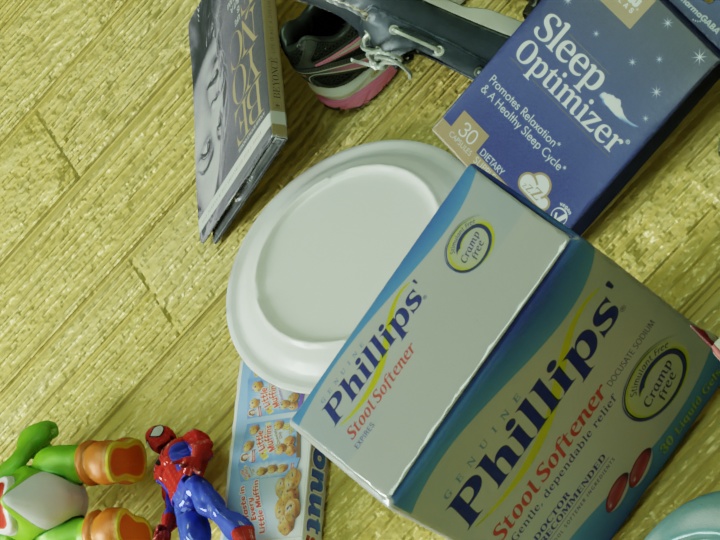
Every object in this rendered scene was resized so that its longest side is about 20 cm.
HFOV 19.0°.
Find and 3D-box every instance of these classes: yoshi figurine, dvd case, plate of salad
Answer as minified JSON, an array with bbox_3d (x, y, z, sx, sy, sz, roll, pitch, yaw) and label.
[{"bbox_3d":[-0.241,0.174,1.541,0.199,0.112,0.113,-9,31,22],"label":"yoshi figurine"},{"bbox_3d":[-0.093,-0.141,1.568,0.149,0.016,0.201,129,142,-51],"label":"dvd case"},{"bbox_3d":[0.000,0.000,1.458,0.199,0.048,0.201,-16,52,21],"label":"plate of salad"}]

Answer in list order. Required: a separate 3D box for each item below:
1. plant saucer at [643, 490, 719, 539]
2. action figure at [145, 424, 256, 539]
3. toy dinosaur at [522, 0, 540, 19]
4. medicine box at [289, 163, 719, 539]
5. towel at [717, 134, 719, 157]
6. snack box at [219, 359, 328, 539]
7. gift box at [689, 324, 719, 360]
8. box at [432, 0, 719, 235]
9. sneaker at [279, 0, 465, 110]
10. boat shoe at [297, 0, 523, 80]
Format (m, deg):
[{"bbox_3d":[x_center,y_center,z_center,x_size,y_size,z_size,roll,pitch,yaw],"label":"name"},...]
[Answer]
[{"bbox_3d":[0.198,0.219,1.162,0.200,0.027,0.201,-4,85,52],"label":"plant saucer"},{"bbox_3d":[-0.112,0.156,1.442,0.066,0.052,0.200,-68,25,16],"label":"action figure"},{"bbox_3d":[0.120,-0.234,1.467,0.102,0.077,0.200,-49,52,-4],"label":"toy dinosaur"},{"bbox_3d":[0.092,0.069,1.250,0.103,0.200,0.182,37,93,42],"label":"medicine box"},{"bbox_3d":[0.293,-0.135,1.268,0.148,0.036,0.200,-15,41,39],"label":"towel"},{"bbox_3d":[-0.058,0.151,1.444,0.072,0.024,0.201,-11,62,34],"label":"snack box"},{"bbox_3d":[0.296,0.059,1.107,0.187,0.200,0.185,-48,43,10],"label":"gift box"},{"bbox_3d":[0.150,-0.123,1.373,0.121,0.032,0.200,48,108,21],"label":"box"},{"bbox_3d":[0.020,-0.209,1.518,0.080,0.086,0.200,35,91,40],"label":"sneaker"},{"bbox_3d":[0.035,-0.160,1.449,0.199,0.075,0.062,18,94,-1],"label":"boat shoe"}]
